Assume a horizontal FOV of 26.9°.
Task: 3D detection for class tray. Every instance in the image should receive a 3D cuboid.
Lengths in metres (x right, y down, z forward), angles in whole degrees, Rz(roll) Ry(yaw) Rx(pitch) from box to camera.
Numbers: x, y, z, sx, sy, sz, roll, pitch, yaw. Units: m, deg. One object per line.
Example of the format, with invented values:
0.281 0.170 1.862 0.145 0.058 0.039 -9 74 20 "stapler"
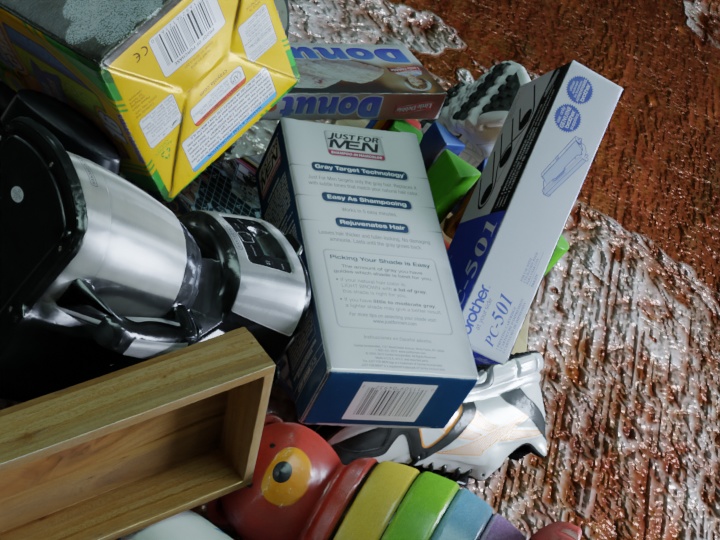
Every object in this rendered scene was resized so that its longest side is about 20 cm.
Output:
-0.143 0.102 0.778 0.200 0.099 0.037 -19 51 -32 "tray"

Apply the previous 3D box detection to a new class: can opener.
-0.226 -0.098 0.912 0.200 0.079 0.063 34 26 11 "can opener"

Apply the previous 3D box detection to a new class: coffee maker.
-0.156 0.025 0.865 0.200 0.192 0.135 24 47 -49 "coffee maker"

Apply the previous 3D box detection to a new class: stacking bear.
0.010 0.158 0.876 0.200 0.114 0.122 29 77 9 "stacking bear"

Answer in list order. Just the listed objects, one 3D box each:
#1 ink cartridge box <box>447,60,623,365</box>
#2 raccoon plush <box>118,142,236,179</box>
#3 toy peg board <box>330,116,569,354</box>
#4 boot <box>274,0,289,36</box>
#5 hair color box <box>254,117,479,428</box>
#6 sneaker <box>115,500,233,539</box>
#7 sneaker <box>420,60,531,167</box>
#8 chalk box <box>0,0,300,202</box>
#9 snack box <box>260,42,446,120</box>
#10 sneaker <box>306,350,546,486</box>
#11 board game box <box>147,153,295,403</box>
0.102 -0.035 1.004 0.044 0.094 0.201 26 80 -12 "ink cartridge box"
-0.130 -0.098 1.073 0.134 0.097 0.200 20 37 -27 "raccoon plush"
0.070 -0.055 1.140 0.200 0.098 0.199 36 27 -9 "toy peg board"
-0.143 -0.251 1.256 0.153 0.074 0.204 14 41 -23 "boot"
0.000 0.000 0.953 0.100 0.061 0.201 5 51 -22 "hair color box"
-0.048 0.189 0.822 0.200 0.073 0.072 39 37 9 "sneaker"
0.111 -0.118 1.240 0.081 0.075 0.200 44 -8 -9 "sneaker"
-0.158 -0.158 0.925 0.200 0.124 0.124 33 68 33 "chalk box"
-0.043 -0.131 1.035 0.199 0.024 0.072 -4 38 -29 "snack box"
0.050 0.110 0.994 0.199 0.074 0.080 -13 91 -32 "sneaker"
-0.046 0.002 1.072 0.135 0.035 0.200 -15 58 -47 "board game box"
